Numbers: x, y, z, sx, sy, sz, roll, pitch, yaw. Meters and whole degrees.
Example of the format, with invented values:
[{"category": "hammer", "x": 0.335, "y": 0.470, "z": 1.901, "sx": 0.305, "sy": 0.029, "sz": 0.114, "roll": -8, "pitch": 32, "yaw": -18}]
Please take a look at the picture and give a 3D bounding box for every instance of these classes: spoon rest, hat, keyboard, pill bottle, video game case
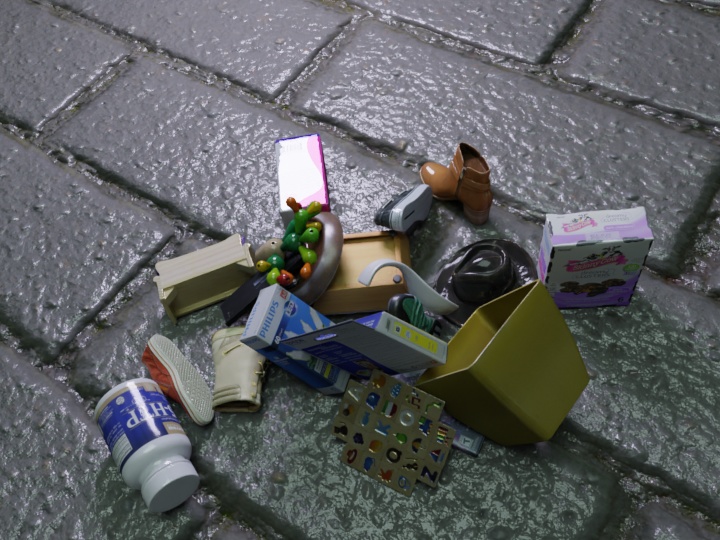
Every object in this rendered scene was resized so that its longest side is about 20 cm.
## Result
[{"category": "spoon rest", "x": 0.092, "y": 0.028, "z": 1.213, "sx": 0.099, "sy": 0.198, "sz": 0.061, "roll": 26, "pitch": 94, "yaw": 60}, {"category": "hat", "x": 0.221, "y": 0.007, "z": 1.271, "sx": 0.198, "sy": 0.081, "sz": 0.203, "roll": -11, "pitch": 58, "yaw": 18}, {"category": "keyboard", "x": -0.172, "y": 0.032, "z": 1.268, "sx": 0.200, "sy": 0.021, "sz": 0.127, "roll": -41, "pitch": 33, "yaw": 2}, {"category": "pill bottle", "x": -0.351, "y": 0.291, "z": 1.148, "sx": 0.119, "sy": 0.120, "sz": 0.200, "roll": -33, "pitch": 58, "yaw": -15}, {"category": "video game case", "x": 0.137, "y": 0.218, "z": 1.198, "sx": 0.198, "sy": 0.019, "sz": 0.144, "roll": 21, "pitch": 61, "yaw": 19}]

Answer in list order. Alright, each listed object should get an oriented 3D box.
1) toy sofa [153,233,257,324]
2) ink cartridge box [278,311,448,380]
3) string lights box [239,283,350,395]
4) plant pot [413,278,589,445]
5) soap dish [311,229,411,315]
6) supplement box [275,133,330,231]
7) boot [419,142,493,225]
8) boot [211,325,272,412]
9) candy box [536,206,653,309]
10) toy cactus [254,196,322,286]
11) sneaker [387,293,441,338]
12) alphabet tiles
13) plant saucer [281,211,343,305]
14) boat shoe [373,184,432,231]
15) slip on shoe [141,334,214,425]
[{"category": "toy sofa", "x": -0.298, "y": 0.015, "z": 1.353, "sx": 0.197, "sy": 0.083, "sz": 0.098, "roll": -21, "pitch": 50, "yaw": -7}, {"category": "ink cartridge box", "x": 0.003, "y": 0.117, "z": 1.110, "sx": 0.196, "sy": 0.199, "sz": 0.048, "roll": -19, "pitch": 49, "yaw": 47}, {"category": "string lights box", "x": -0.101, "y": 0.122, "z": 1.190, "sx": 0.059, "sy": 0.199, "sz": 0.104, "roll": -18, "pitch": 44, "yaw": 48}, {"category": "plant pot", "x": 0.239, "y": 0.166, "z": 1.103, "sx": 0.177, "sy": 0.200, "sz": 0.200, "roll": 47, "pitch": 63, "yaw": -3}, {"category": "soap dish", "x": 0.000, "y": 0.000, "z": 1.326, "sx": 0.197, "sy": 0.082, "sz": 0.159, "roll": -5, "pitch": 55, "yaw": 5}, {"category": "supplement box", "x": -0.119, "y": -0.176, "z": 1.448, "sx": 0.100, "sy": 0.104, "sz": 0.202, "roll": -8, "pitch": 54, "yaw": 0}, {"category": "boot", "x": 0.195, "y": -0.200, "z": 1.392, "sx": 0.073, "sy": 0.156, "sz": 0.200, "roll": -38, "pitch": 59, "yaw": -18}, {"category": "boot", "x": -0.173, "y": 0.170, "z": 1.236, "sx": 0.197, "sy": 0.073, "sz": 0.157, "roll": -9, "pitch": 55, "yaw": 3}, {"category": "candy box", "x": 0.403, "y": -0.016, "z": 1.212, "sx": 0.165, "sy": 0.201, "sz": 0.072, "roll": -4, "pitch": 54, "yaw": 5}, {"category": "toy cactus", "x": -0.140, "y": -0.046, "z": 1.239, "sx": 0.164, "sy": 0.102, "sz": 0.202, "roll": -19, "pitch": 47, "yaw": 45}, {"category": "sneaker", "x": 0.069, "y": 0.090, "z": 1.187, "sx": 0.086, "sy": 0.200, "sz": 0.075, "roll": 11, "pitch": 72, "yaw": 29}, {"category": "alphabet tiles", "x": 0.051, "y": 0.264, "z": 1.128, "sx": 0.198, "sy": 0.006, "sz": 0.169, "roll": 22, "pitch": 96, "yaw": 21}, {"category": "plant saucer", "x": -0.109, "y": -0.025, "z": 1.313, "sx": 0.199, "sy": 0.032, "sz": 0.203, "roll": -29, "pitch": 48, "yaw": 37}, {"category": "boat shoe", "x": 0.087, "y": -0.132, "z": 1.369, "sx": 0.070, "sy": 0.073, "sz": 0.200, "roll": 12, "pitch": 21, "yaw": 23}, {"category": "slip on shoe", "x": -0.331, "y": 0.205, "z": 1.245, "sx": 0.200, "sy": 0.074, "sz": 0.061, "roll": 46, "pitch": 106, "yaw": 24}]
